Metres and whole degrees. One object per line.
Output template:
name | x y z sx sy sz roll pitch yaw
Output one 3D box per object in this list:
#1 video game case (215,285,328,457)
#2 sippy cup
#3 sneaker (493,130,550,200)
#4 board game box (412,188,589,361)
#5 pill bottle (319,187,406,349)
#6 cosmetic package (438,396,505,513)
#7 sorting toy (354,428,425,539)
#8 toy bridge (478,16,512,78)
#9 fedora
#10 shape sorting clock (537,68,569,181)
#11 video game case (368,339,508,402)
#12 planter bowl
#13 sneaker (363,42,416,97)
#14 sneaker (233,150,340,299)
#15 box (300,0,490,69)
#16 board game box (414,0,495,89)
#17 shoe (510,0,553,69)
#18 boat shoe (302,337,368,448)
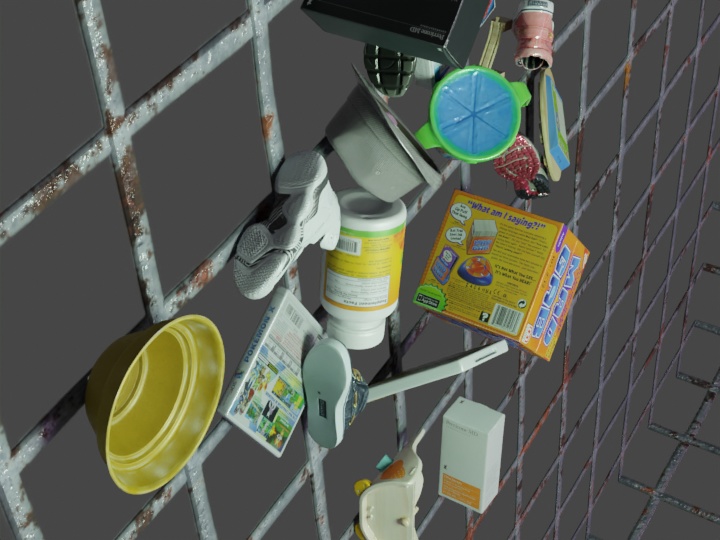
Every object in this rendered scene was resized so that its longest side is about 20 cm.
video game case | -0.110 0.140 1.702 0.184 0.022 0.200 -64 155 -15
sippy cup | 0.154 -0.217 1.843 0.130 0.175 0.142 152 -52 -82
sneaker | 0.278 -0.193 2.204 0.200 0.080 0.076 49 35 -62
board game box | 0.237 0.010 2.100 0.200 0.198 0.202 29 82 -64
pill bottle | 0.000 0.000 1.721 0.111 0.110 0.202 -35 137 -51
cosmetic package | 0.209 0.350 2.395 0.071 0.100 0.202 -40 140 -45
sorting toy | 0.071 0.364 2.144 0.180 0.106 0.202 -51 149 -49
toy bridge | 0.206 -0.306 2.021 0.067 0.027 0.203 -33 134 -52
fedora | 0.018 -0.162 1.637 0.090 0.178 0.200 -39 137 9
shape sorting clock | 0.336 -0.259 2.247 0.200 0.039 0.203 -9 90 -74
video game case | 0.111 0.159 1.983 0.181 0.198 0.023 -14 85 -60
planter bowl | -0.237 0.131 1.366 0.200 0.083 0.202 -44 144 -43
sneaker | 0.047 -0.324 1.623 0.079 0.074 0.203 -47 139 -56
sneaker | -0.082 -0.039 1.569 0.202 0.074 0.115 -66 152 -19
box | 0.049 -0.335 1.484 0.143 0.198 0.079 -67 154 -5
board game box | 0.133 -0.373 1.818 0.201 0.034 0.127 -54 151 -31
shoe | 0.270 -0.361 2.004 0.200 0.070 0.092 28 68 -85
boat shoe | -0.031 0.152 1.774 0.091 0.070 0.202 -48 154 -42
